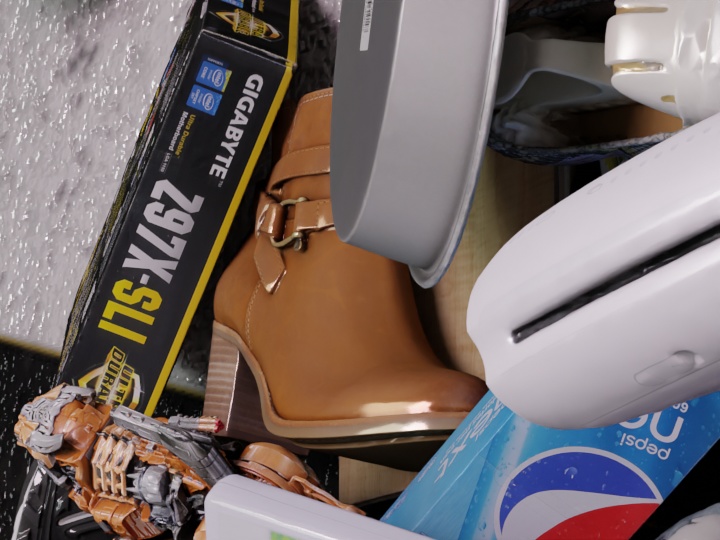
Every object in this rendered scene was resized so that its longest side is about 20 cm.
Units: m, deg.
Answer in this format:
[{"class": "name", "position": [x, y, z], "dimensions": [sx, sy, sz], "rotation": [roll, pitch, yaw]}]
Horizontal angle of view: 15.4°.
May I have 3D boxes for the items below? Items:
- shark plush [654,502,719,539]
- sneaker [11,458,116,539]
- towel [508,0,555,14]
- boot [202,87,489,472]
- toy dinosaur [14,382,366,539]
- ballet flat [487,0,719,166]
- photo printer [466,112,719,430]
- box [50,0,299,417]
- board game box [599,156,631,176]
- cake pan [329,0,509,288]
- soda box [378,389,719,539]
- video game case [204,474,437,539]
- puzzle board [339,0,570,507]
[{"class": "shark plush", "position": [0.087, 0.160, 0.986], "dimensions": [0.200, 0.091, 0.083], "rotation": [116, 169, -55]}, {"class": "sneaker", "position": [-0.121, 0.149, 1.197], "dimensions": [0.079, 0.074, 0.201], "rotation": [-117, 20, -55]}, {"class": "towel", "position": [0.050, -0.182, 1.114], "dimensions": [0.133, 0.034, 0.200], "rotation": [-43, 42, 38]}, {"class": "boot", "position": [0.000, 0.000, 1.092], "dimensions": [0.200, 0.074, 0.155], "rotation": [3, 79, 54]}, {"class": "toy dinosaur", "position": [-0.049, 0.112, 1.076], "dimensions": [0.200, 0.102, 0.136], "rotation": [41, 158, 30]}, {"class": "ballet flat", "position": [0.100, -0.071, 0.945], "dimensions": [0.200, 0.072, 0.072], "rotation": [-6, 76, 54]}, {"class": "photo printer", "position": [0.139, -0.013, 0.799], "dimensions": [0.166, 0.200, 0.070], "rotation": [-30, 78, 45]}, {"class": "box", "position": [-0.084, -0.035, 1.211], "dimensions": [0.160, 0.049, 0.200], "rotation": [-89, 21, -71]}, {"class": "board game box", "position": [0.157, -0.090, 0.954], "dimensions": [0.200, 0.029, 0.135], "rotation": [-35, 54, 46]}, {"class": "cake pan", "position": [0.020, -0.095, 0.984], "dimensions": [0.200, 0.037, 0.201], "rotation": [-173, 90, -82]}, {"class": "soda box", "position": [0.071, 0.070, 0.960], "dimensions": [0.200, 0.064, 0.068], "rotation": [-52, 6, 25]}, {"class": "video game case", "position": [0.035, 0.177, 0.916], "dimensions": [0.200, 0.022, 0.182], "rotation": [15, 123, 27]}, {"class": "puzzle board", "position": [0.040, -0.010, 1.112], "dimensions": [0.151, 0.017, 0.201], "rotation": [-21, 63, 52]}]
